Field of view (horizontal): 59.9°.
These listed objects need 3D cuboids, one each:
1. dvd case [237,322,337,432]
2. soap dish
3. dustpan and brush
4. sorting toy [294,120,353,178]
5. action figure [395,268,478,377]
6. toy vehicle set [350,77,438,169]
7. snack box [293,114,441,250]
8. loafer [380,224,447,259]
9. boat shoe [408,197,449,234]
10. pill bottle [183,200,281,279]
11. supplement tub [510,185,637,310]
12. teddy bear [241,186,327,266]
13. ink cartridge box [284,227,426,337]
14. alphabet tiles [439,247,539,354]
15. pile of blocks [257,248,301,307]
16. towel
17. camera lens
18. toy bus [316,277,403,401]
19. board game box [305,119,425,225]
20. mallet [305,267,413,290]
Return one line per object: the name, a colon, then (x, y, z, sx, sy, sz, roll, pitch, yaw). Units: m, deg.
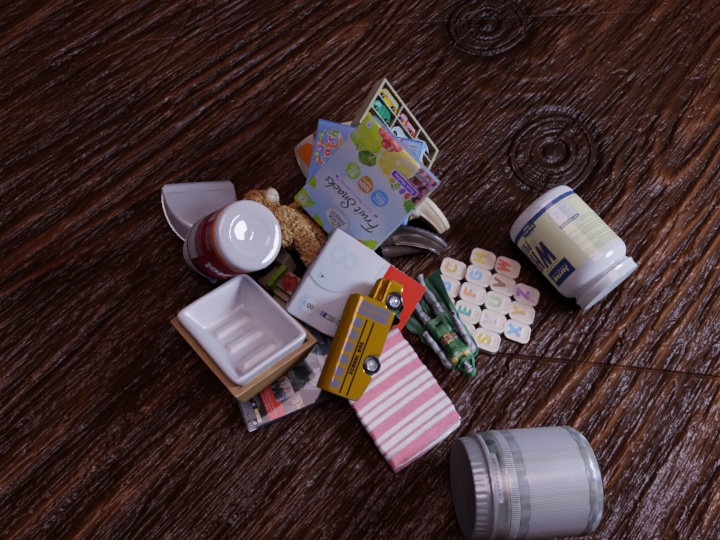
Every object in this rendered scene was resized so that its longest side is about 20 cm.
dvd case: (-0.120, 0.171, 1.064, 0.199, 0.022, 0.146, -20, 67, -14)
soap dish: (-0.191, 0.110, 1.028, 0.157, 0.081, 0.200, -34, 54, -26)
dustpan and brush: (-0.288, -0.071, 1.161, 0.139, 0.057, 0.201, -6, 56, -20)
sorting toy: (-0.007, -0.196, 1.239, 0.199, 0.107, 0.181, -17, 84, -14)
action figure: (0.143, 0.102, 1.101, 0.118, 0.055, 0.200, -36, 69, 3)
toy vehicle set: (0.072, -0.260, 1.230, 0.200, 0.026, 0.125, 45, 57, -33)
snack box: (0.012, -0.140, 1.092, 0.169, 0.068, 0.200, 45, 107, 3)
loafer: (0.063, -0.055, 1.183, 0.199, 0.073, 0.071, 13, 95, 1)
boat shoe: (0.083, -0.130, 1.201, 0.200, 0.074, 0.069, 41, 85, -9)
pill bottle: (-0.222, -0.044, 1.040, 0.112, 0.200, 0.114, 5, 82, -33)
supplement tub: (0.392, -0.042, 1.156, 0.145, 0.145, 0.200, -31, 69, -20)
teddy bear: (-0.120, -0.082, 1.105, 0.200, 0.067, 0.145, 45, 39, 14)
ink cartridge box: (-0.003, 0.047, 1.057, 0.199, 0.047, 0.161, 32, 89, -11)
alphabet tiles: (0.232, 0.053, 1.165, 0.195, 0.015, 0.201, 20, 63, 5)
pile of blocks: (-0.160, -0.018, 1.123, 0.082, 0.062, 0.200, -27, 60, -4)
towel: (0.057, 0.213, 1.045, 0.146, 0.030, 0.200, -31, 77, -18)
camera lens: (0.250, 0.321, 0.944, 0.199, 0.160, 0.161, -2, 63, -7)
toy bus: (0.002, 0.106, 1.006, 0.078, 0.065, 0.201, 22, 79, -11)
board game box: (0.005, -0.180, 1.144, 0.199, 0.037, 0.152, 15, 99, 11)
mallet: (0.000, 0.000, 1.135, 0.199, 0.041, 0.066, 5, 57, 10)
